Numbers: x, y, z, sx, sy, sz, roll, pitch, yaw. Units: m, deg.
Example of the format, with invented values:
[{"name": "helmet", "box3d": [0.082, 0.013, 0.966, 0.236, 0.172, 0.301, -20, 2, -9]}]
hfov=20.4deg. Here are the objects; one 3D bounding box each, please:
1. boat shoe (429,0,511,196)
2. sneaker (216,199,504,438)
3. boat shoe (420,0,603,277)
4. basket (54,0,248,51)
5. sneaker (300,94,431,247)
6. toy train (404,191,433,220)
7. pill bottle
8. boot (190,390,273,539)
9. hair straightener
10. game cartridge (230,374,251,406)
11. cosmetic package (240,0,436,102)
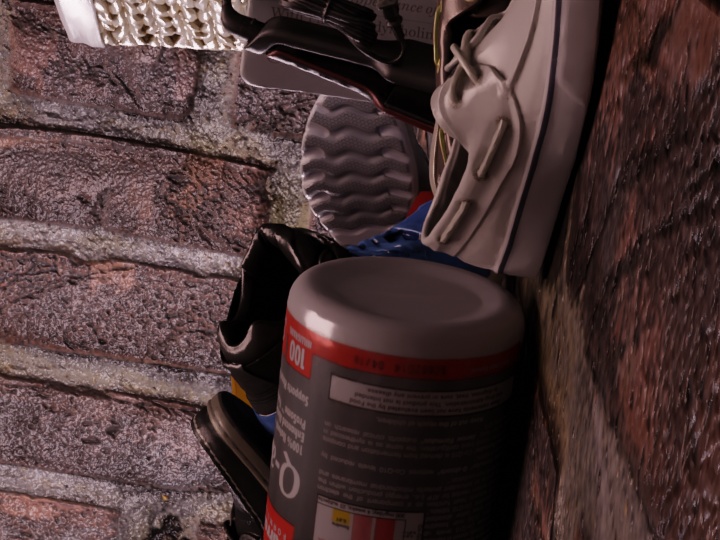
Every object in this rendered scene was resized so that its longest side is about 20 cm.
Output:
[{"name": "boat shoe", "box3d": [0.068, -0.123, 1.002, 0.060, 0.071, 0.201, -155, 69, -83]}, {"name": "sneaker", "box3d": [0.001, 0.000, 1.069, 0.077, 0.111, 0.200, 6, 50, 51]}, {"name": "boat shoe", "box3d": [0.064, -0.076, 0.887, 0.201, 0.065, 0.072, 100, 178, -52]}, {"name": "basket", "box3d": [-0.117, -0.220, 1.197, 0.200, 0.123, 0.136, 92, -173, -77]}, {"name": "sneaker", "box3d": [0.014, -0.052, 1.254, 0.201, 0.074, 0.082, 77, -155, -43]}, {"name": "toy train", "box3d": [0.041, -0.022, 1.181, 0.201, 0.034, 0.046, -63, -29, -26]}, {"name": "pill bottle", "box3d": [0.012, 0.104, 0.979, 0.116, 0.115, 0.201, -86, 2, -73]}, {"name": "boot", "box3d": [-0.076, 0.179, 1.090, 0.204, 0.153, 0.074, 58, -176, -26]}, {"name": "hair straightener", "box3d": [0.006, -0.128, 1.067, 0.041, 0.199, 0.077, -53, -17, -42]}, {"name": "game cartridge", "box3d": [-0.026, 0.104, 1.294, 0.176, 0.032, 0.201, -28, -58, -56]}, {"name": "cosmetic package", "box3d": [0.028, -0.216, 1.154, 0.167, 0.166, 0.201, -81, -1, -63]}]
